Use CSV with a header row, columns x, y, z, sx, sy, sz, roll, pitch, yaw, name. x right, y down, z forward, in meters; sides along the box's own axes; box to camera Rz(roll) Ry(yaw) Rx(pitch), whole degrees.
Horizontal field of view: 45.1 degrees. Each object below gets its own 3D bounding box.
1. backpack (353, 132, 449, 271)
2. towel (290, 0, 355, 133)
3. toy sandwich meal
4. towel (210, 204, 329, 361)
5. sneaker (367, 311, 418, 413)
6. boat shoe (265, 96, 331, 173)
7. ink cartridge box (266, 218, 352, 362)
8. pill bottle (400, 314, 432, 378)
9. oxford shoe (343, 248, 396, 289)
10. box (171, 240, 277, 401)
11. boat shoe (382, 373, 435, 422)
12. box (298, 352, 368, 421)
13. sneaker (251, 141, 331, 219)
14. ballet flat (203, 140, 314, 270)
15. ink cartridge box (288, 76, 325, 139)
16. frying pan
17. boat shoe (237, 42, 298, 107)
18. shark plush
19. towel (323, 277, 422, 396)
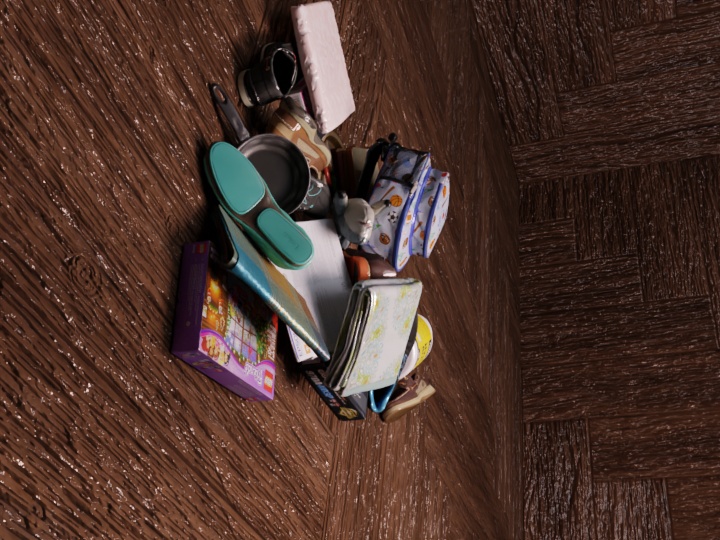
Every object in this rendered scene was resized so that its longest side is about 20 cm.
x,y,z,sx,sy,sz,roll,pitch,yaw,name
0.069,-0.096,1.497,0.191,0.153,0.201,-60,158,-24,backpack
-0.062,-0.345,1.449,0.191,0.032,0.202,-59,138,-67,towel
-0.023,-0.159,1.540,0.205,0.070,0.207,-7,90,-72,toy sandwich meal
-0.116,0.018,1.100,0.200,0.022,0.147,50,6,-34,towel
0.056,0.154,1.515,0.082,0.073,0.202,-114,-139,-71,sneaker
-0.102,-0.193,1.322,0.076,0.074,0.200,42,-5,18,boat shoe
-0.079,0.027,1.278,0.199,0.040,0.202,-10,84,-60,ink cartridge box
0.077,0.137,1.664,0.200,0.110,0.113,-22,104,-71,pill bottle
0.000,0.000,1.431,0.200,0.072,0.072,-149,-121,-70,oxford shoe
-0.162,0.069,1.079,0.200,0.039,0.138,50,37,-59,box
0.085,0.247,1.741,0.072,0.072,0.200,54,27,11,boat shoe
-0.037,0.133,1.423,0.200,0.046,0.160,59,29,-50,box
-0.110,-0.117,1.284,0.200,0.075,0.080,42,55,-52,sneaker
-0.141,-0.076,1.133,0.067,0.070,0.200,-43,97,-25,ballet flat
-0.077,-0.285,1.487,0.200,0.037,0.095,-67,144,-61,ink cartridge box
-0.155,-0.149,1.175,0.115,0.189,0.031,-57,-165,-10,frying pan
-0.123,-0.300,1.309,0.202,0.063,0.074,-68,141,-60,boat shoe
-0.033,-0.067,1.385,0.090,0.199,0.084,13,77,-31,shark plush
0.026,0.098,1.318,0.200,0.048,0.173,-2,113,-63,towel
